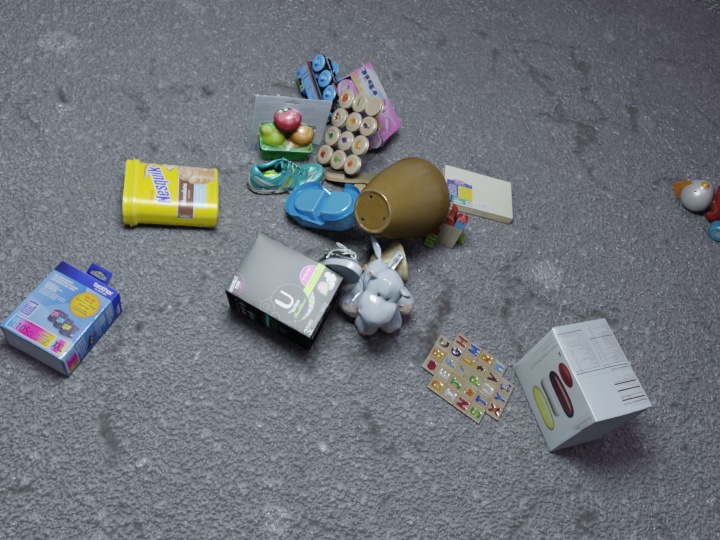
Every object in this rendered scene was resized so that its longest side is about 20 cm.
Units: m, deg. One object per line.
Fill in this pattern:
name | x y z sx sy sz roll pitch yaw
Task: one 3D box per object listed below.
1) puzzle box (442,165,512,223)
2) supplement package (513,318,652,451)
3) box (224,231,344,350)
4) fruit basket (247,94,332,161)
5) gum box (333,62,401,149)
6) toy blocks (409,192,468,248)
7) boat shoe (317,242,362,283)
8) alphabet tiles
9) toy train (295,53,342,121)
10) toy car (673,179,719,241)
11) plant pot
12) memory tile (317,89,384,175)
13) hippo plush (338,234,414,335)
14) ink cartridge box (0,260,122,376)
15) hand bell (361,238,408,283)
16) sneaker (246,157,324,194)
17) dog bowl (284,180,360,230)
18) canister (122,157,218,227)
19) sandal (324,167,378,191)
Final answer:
puzzle box | 0.315 -0.207 1.650 0.197 0.026 0.135 14 55 -8
supplement package | 0.459 0.243 1.289 0.145 0.192 0.202 -7 59 -20
box | -0.156 0.044 1.256 0.198 0.125 0.150 28 70 4
fruit basket | -0.177 -0.357 1.491 0.182 0.201 0.095 -1 58 -17
gum box | 0.023 -0.432 1.621 0.202 0.065 0.114 60 42 -18
toy blocks | 0.186 -0.140 1.495 0.197 0.137 0.101 23 53 -2
boat shoe | -0.040 -0.015 1.280 0.073 0.199 0.069 35 75 -13
alphabet tiles | 0.238 0.233 1.342 0.199 0.006 0.167 34 55 7
toy train | -0.101 -0.490 1.656 0.086 0.114 0.203 8 56 -49
toy car | 1.035 -0.225 1.808 0.198 0.178 0.186 25 64 16
plant pot | 0.076 -0.148 1.354 0.186 0.187 0.199 44 32 15
memory tile | -0.028 -0.348 1.525 0.152 0.203 0.017 27 8 36
hippo plush | 0.059 0.053 1.273 0.158 0.161 0.202 29 88 -13
ink cartridge box | -0.553 0.077 1.162 0.135 0.077 0.201 27 52 2
hand bell | 0.000 0.000 1.393 0.197 0.105 0.105 -13 60 -9
sneaker | -0.177 -0.233 1.482 0.197 0.080 0.078 -11 60 -24
dog bowl | -0.082 -0.148 1.420 0.197 0.050 0.112 10 57 29
canister | -0.421 -0.169 1.361 0.197 0.087 0.150 2 57 -18
sandal | 0.008 -0.208 1.538 0.208 0.071 0.078 12 28 17
